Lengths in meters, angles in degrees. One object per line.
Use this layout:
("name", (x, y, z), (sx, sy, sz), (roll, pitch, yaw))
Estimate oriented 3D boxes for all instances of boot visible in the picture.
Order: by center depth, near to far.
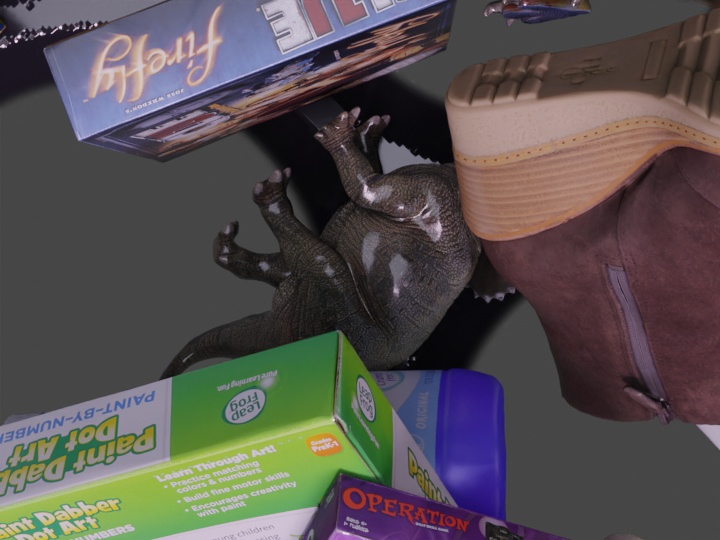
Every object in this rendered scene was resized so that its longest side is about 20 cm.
("boot", (0.137, -0.011, 0.672), (0.200, 0.072, 0.167), (1, 135, 34))

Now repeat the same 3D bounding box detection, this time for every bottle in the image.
("bottle", (-0.042, 0.078, 0.736), (0.199, 0.084, 0.065), (-1, 119, 7))

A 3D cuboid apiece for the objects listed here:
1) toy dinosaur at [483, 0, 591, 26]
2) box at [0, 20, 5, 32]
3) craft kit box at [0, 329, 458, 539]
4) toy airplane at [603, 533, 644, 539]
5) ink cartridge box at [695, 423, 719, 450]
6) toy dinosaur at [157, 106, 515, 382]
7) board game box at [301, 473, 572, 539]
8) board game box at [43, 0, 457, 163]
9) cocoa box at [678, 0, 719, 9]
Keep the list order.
("toy dinosaur", (0.070, -0.180, 0.645), (0.199, 0.105, 0.182), (1, 85, -30))
("box", (-0.242, -0.054, 0.773), (0.064, 0.070, 0.200), (43, 92, -1))
("craft kit box", (-0.055, 0.123, 0.692), (0.199, 0.049, 0.198), (-16, 134, 19))
("toy airplane", (0.150, 0.202, 0.700), (0.200, 0.141, 0.199), (26, 134, 7))
("ink cartridge box", (0.214, 0.044, 0.702), (0.200, 0.174, 0.044), (48, 47, 12))
("toy dinosaur", (0.000, 0.000, 0.764), (0.200, 0.077, 0.102), (-37, 82, -1))
("board game box", (0.014, 0.155, 0.671), (0.120, 0.032, 0.200), (15, 134, -14))
("board game box", (-0.033, -0.083, 0.702), (0.135, 0.200, 0.035), (-21, 91, 3))
("cocoa box", (0.105, -0.182, 0.729), (0.199, 0.133, 0.132), (13, 93, 2))
